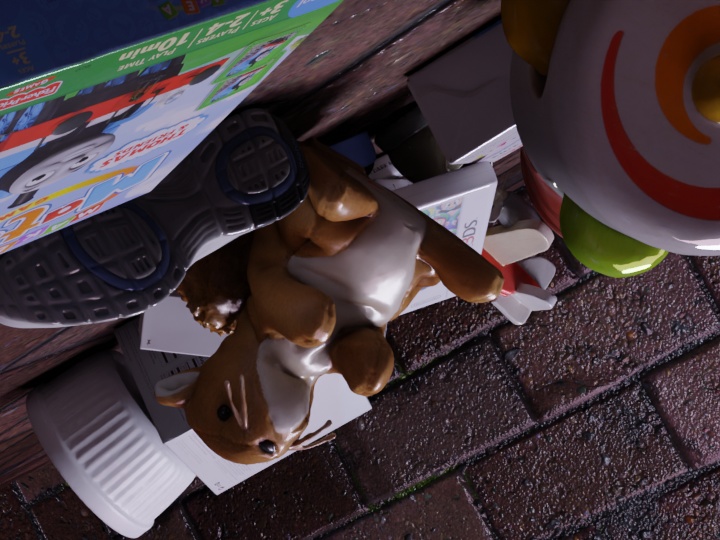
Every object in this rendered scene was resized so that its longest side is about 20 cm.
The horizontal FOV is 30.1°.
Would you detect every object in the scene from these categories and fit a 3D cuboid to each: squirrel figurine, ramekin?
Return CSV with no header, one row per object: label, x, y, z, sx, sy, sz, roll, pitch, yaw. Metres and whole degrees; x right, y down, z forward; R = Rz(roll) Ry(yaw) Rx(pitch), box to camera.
squirrel figurine,-0.047,0.020,0.833,0.141,0.200,0.188,26,101,-38
ramekin,-0.265,0.183,1.477,0.105,0.201,0.200,-37,177,0

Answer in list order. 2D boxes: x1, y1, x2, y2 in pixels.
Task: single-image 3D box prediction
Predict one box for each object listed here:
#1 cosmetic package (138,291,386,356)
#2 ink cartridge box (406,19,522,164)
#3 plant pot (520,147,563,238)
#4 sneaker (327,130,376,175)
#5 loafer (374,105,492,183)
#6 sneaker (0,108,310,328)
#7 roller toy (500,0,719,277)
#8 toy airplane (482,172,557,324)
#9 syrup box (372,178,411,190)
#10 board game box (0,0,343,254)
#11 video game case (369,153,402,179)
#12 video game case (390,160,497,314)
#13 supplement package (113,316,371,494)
cosmetic package,-0.083,0.045,1.115,0.198,0.051,0.083,7,-172,-12
ink cartridge box,0.117,-0.133,0.956,0.114,0.068,0.200,-29,177,17
plant pot,0.225,-0.121,1.182,0.200,0.202,0.195,-30,169,12
sneaker,-0.038,-0.036,1.012,0.070,0.078,0.200,-27,176,-35
loafer,0.074,-0.099,1.099,0.075,0.070,0.200,-31,177,28
sneaker,-0.115,-0.017,0.699,0.199,0.075,0.087,-26,-179,-39
roller toy,0.182,-0.107,0.747,0.181,0.202,0.140,-23,-168,-2
toy airplane,0.119,-0.032,1.372,0.198,0.143,0.199,9,167,23
syrup box,0.016,-0.029,1.193,0.078,0.082,0.200,-28,177,12
board game box,-0.103,-0.055,0.478,0.151,0.037,0.200,-28,177,-37
video game case,-0.056,-0.045,1.247,0.181,0.024,0.200,-28,178,-30
video game case,0.000,0.000,0.999,0.198,0.024,0.182,-19,156,-10
supplement package,-0.120,0.105,1.421,0.199,0.148,0.192,-29,153,-2
